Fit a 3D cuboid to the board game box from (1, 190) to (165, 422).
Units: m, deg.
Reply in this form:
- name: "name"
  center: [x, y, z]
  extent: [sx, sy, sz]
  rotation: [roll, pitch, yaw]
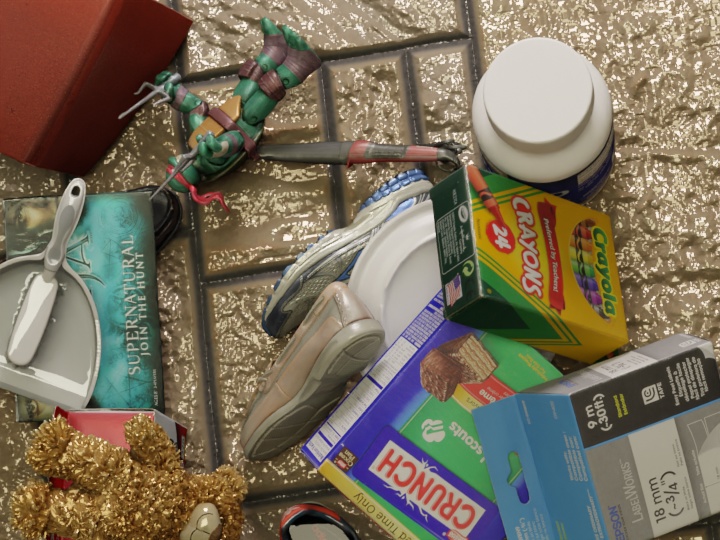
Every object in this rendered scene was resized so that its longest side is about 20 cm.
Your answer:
- name: "board game box"
  center: [-0.246, 0.032, 1.770]
  extent: [0.134, 0.028, 0.201]
  rotation: [-4, 94, -5]

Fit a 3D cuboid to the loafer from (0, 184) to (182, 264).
- name: "loafer"
  center: [-0.255, -0.018, 1.803]
  extent: [0.199, 0.063, 0.072]
  rotation: [-28, 75, 2]

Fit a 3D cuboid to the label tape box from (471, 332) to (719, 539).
- name: "label tape box"
  center: [0.209, 0.153, 1.646]
  extent: [0.199, 0.063, 0.145]
  rotation: [-19, 102, -13]

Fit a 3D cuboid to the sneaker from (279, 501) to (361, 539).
- name: "sneaker"
  center: [0.000, 0.278, 1.694]
  extent: [0.200, 0.085, 0.075]
  rotation: [43, 87, 14]

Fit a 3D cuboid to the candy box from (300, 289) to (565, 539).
- name: "candy box"
  center: [0.078, 0.139, 1.684]
  extent: [0.169, 0.077, 0.200]
  rotation: [42, 89, -14]

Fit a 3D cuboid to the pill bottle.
- name: "pill bottle"
  center: [0.156, -0.126, 1.693]
  extent: [0.119, 0.200, 0.120]
  rotation: [-2, 78, 9]

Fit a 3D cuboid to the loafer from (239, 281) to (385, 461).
- name: "loafer"
  center: [-0.049, 0.088, 1.715]
  extent: [0.200, 0.072, 0.063]
  rotation: [-49, 60, 38]

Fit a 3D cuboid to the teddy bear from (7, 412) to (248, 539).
- name: "teddy bear"
  center: [-0.185, 0.188, 1.606]
  extent: [0.200, 0.067, 0.145]
  rotation: [35, 70, -14]

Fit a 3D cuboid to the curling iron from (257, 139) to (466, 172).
- name: "curling iron"
  center: [-0.001, -0.103, 1.796]
  extent: [0.199, 0.050, 0.026]
  rotation: [0, 78, 14]

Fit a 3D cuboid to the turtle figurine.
- name: "turtle figurine"
  center: [-0.129, -0.137, 1.792]
  extent: [0.200, 0.101, 0.150]
  rotation: [-46, 45, -7]

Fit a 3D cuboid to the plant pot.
- name: "plant pot"
  center: [-0.295, -0.192, 1.788]
  extent: [0.199, 0.200, 0.177]
  rotation: [22, 93, 12]

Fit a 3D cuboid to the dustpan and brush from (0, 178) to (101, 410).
- name: "dustpan and brush"
  center: [-0.274, 0.014, 1.722]
  extent: [0.139, 0.057, 0.201]
  rotation: [20, 93, -4]

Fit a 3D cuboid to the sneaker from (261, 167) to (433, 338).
- name: "sneaker"
  center: [0.000, 0.000, 1.757]
  extent: [0.200, 0.077, 0.085]
  rotation: [-41, 80, -1]

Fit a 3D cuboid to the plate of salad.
- name: "plate of salad"
  center: [0.081, 0.033, 1.733]
  extent: [0.199, 0.048, 0.201]
  rotation: [-2, 99, -12]

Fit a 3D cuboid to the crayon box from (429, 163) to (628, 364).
- name: "crayon box"
  center: [0.154, 0.000, 1.666]
  extent: [0.051, 0.199, 0.128]
  rotation: [-34, 50, 41]

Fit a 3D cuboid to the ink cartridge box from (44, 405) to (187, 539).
- name: "ink cartridge box"
  center: [-0.207, 0.222, 1.690]
  extent: [0.083, 0.176, 0.201]
  rotation: [-1, 79, 7]
